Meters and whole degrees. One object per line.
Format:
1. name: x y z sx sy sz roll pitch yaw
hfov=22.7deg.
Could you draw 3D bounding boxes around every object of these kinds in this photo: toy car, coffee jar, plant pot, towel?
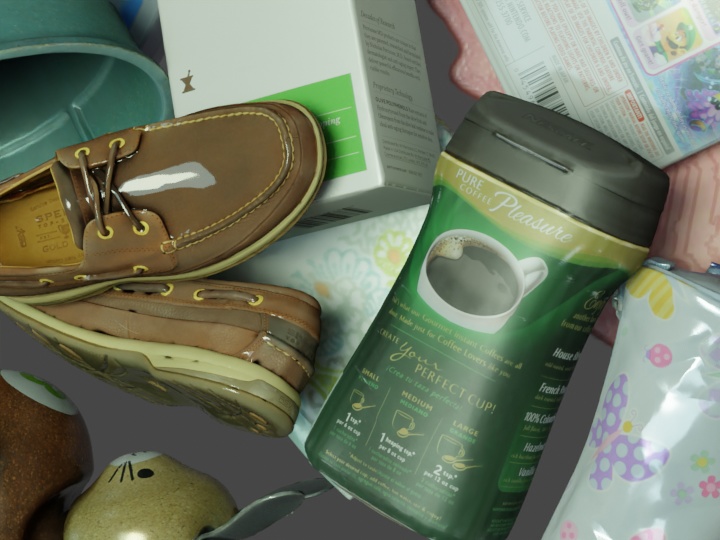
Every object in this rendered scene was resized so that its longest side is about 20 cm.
1. toy car: -0.119 0.120 0.919 0.200 0.164 0.158 -9 89 10
2. coffee jar: 0.060 0.022 0.839 0.104 0.085 0.200 30 99 25
3. plant pot: -0.219 -0.132 0.894 0.200 0.200 0.196 -31 69 17
4. towel: 0.000 0.000 0.929 0.171 0.048 0.200 -45 77 12

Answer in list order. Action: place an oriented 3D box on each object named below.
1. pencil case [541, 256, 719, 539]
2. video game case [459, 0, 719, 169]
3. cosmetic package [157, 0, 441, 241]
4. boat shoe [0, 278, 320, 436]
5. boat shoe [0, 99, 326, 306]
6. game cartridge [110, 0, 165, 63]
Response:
1. pencil case: 0.142 0.095 0.859 0.091 0.083 0.200 17 98 2
2. video game case: 0.136 -0.155 0.868 0.182 0.024 0.200 -26 91 22
3. cosmetic package: -0.034 -0.122 0.874 0.108 0.085 0.200 -15 82 24
4. boat shoe: -0.099 0.026 0.898 0.200 0.072 0.068 13 69 39
5. boat shoe: -0.109 -0.028 0.822 0.200 0.068 0.072 -17 80 27
6. game cartridge: -0.150 -0.182 0.982 0.133 0.040 0.200 24 99 13
